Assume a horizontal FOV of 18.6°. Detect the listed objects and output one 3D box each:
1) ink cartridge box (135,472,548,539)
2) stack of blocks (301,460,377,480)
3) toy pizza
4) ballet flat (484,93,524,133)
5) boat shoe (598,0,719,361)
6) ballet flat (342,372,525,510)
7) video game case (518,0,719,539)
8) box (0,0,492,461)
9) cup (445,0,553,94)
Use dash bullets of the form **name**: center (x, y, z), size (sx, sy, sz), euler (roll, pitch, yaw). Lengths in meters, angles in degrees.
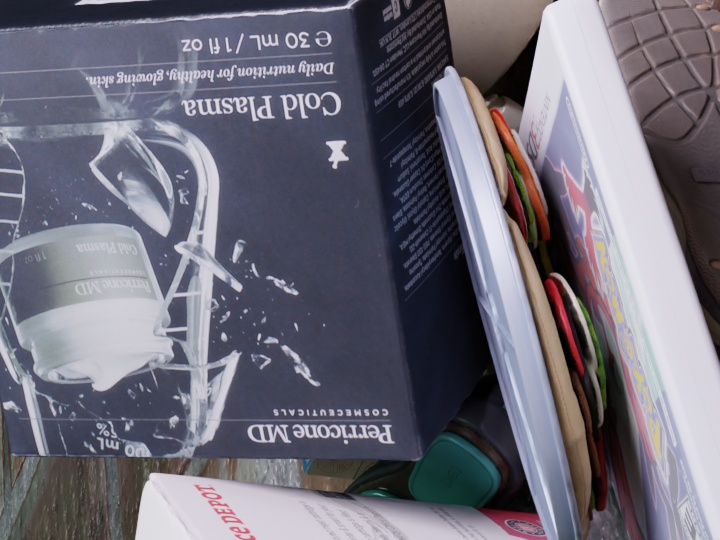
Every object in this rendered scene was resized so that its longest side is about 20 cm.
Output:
- **ink cartridge box**: center (0.013, 0.152, 0.918), size (0.145, 0.200, 0.085), euler (-147, 66, -68)
- **stack of blocks**: center (0.000, 0.003, 1.213), size (0.200, 0.058, 0.115), euler (-102, 28, -43)
- **toy pizza**: center (0.067, 0.016, 0.854), size (0.200, 0.032, 0.201), euler (-14, -90, -90)
- **ballet flat**: center (0.067, -0.046, 1.058), size (0.072, 0.068, 0.200), euler (-60, 21, 1)
- **boat shoe**: center (0.123, -0.033, 0.875), size (0.073, 0.074, 0.200), euler (119, 153, -44)
- **ballet flat**: center (0.043, 0.100, 1.064), size (0.200, 0.073, 0.073), euler (126, 146, -59)
- **video game case**: center (0.099, 0.021, 0.821), size (0.182, 0.023, 0.200), euler (89, 165, -75)
- **box**: center (-0.061, -0.031, 0.954), size (0.124, 0.199, 0.197), euler (-50, -46, -60)
- **cup**: center (0.014, -0.198, 1.084), size (0.200, 0.143, 0.201), euler (-53, 26, 41)
